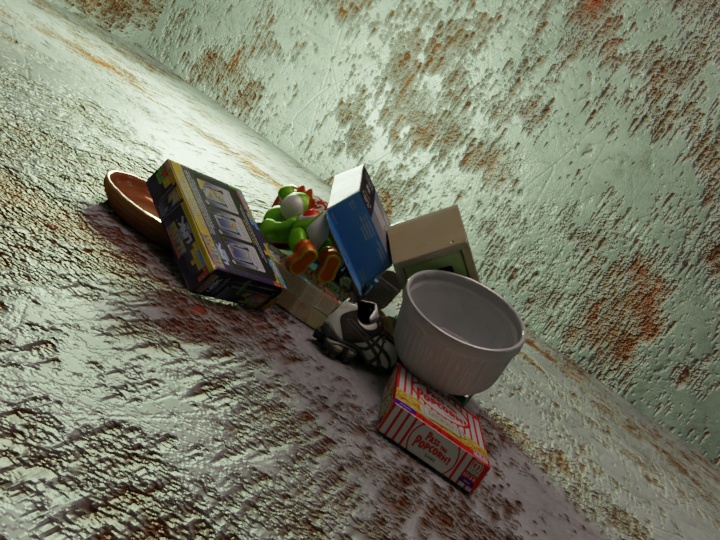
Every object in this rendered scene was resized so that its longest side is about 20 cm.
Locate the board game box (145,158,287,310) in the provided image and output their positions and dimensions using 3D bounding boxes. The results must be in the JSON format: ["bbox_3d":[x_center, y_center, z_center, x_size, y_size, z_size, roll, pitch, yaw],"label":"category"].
[{"bbox_3d":[-0.207,-0.049,1.114,0.164,0.056,0.202,19,37,-55],"label":"board game box"}]

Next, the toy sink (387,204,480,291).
[{"bbox_3d":[0.137,0.013,1.314,0.113,0.128,0.202,-96,168,-50],"label":"toy sink"}]

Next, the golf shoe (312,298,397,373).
[{"bbox_3d":[0.015,0.101,1.209,0.077,0.095,0.199,38,8,33],"label":"golf shoe"}]

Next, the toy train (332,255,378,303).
[{"bbox_3d":[0.000,0.000,1.437,0.086,0.115,0.200,35,35,4],"label":"toy train"}]

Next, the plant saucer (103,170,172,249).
[{"bbox_3d":[-0.308,-0.083,1.180,0.199,0.038,0.200,34,10,-7],"label":"plant saucer"}]

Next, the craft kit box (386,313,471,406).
[{"bbox_3d":[0.157,0.135,1.403,0.199,0.049,0.197,37,39,18],"label":"craft kit box"}]

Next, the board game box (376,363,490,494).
[{"bbox_3d":[0.100,0.214,1.072,0.150,0.047,0.200,34,8,-1],"label":"board game box"}]

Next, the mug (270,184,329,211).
[{"bbox_3d":[-0.104,-0.084,1.752,0.198,0.179,0.133,32,45,16],"label":"mug"}]

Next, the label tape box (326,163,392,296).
[{"bbox_3d":[0.003,-0.072,1.278,0.201,0.065,0.145,-86,153,-64],"label":"label tape box"}]

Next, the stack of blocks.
[{"bbox_3d":[-0.108,0.024,1.266,0.198,0.059,0.115,34,9,-5],"label":"stack of blocks"}]

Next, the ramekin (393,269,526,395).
[{"bbox_3d":[0.145,0.099,1.181,0.197,0.106,0.201,16,29,-9],"label":"ramekin"}]

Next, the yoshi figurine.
[{"bbox_3d":[-0.108,-0.055,1.266,0.201,0.110,0.114,-116,-169,-45],"label":"yoshi figurine"}]

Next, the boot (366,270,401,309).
[{"bbox_3d":[0.020,0.064,1.537,0.073,0.076,0.199,42,29,15],"label":"boot"}]

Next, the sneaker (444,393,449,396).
[{"bbox_3d":[0.134,0.140,1.307,0.098,0.079,0.200,19,33,17],"label":"sneaker"}]

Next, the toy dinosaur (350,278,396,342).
[{"bbox_3d":[0.039,0.093,1.300,0.200,0.058,0.101,48,-2,12],"label":"toy dinosaur"}]

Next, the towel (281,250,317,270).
[{"bbox_3d":[-0.139,-0.016,1.493,0.198,0.022,0.147,29,9,-21],"label":"towel"}]

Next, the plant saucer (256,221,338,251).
[{"bbox_3d":[-0.108,-0.057,1.432,0.196,0.036,0.200,5,-4,0],"label":"plant saucer"}]
